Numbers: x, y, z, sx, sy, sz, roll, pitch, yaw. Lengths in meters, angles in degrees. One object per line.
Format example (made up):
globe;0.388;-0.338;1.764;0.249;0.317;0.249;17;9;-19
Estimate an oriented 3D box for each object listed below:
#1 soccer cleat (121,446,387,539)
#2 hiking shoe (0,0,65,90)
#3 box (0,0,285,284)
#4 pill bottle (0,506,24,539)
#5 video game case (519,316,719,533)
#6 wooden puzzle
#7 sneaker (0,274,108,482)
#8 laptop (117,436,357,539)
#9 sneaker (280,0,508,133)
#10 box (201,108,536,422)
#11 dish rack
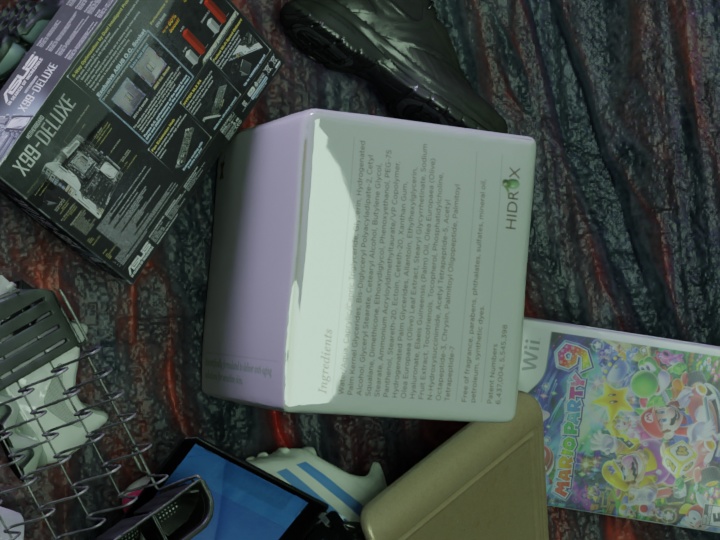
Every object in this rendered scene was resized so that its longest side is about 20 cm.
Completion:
soccer cleat;-0.073;0.165;1.192;0.199;0.070;0.087;10;49;-10
hiking shoe;-0.180;-0.180;1.149;0.200;0.074;0.087;-42;122;-13
box;-0.158;-0.112;1.113;0.200;0.050;0.158;-57;140;-9
pill bottle;-0.327;0.172;1.052;0.200;0.120;0.120;21;82;-21
video game case;0.210;0.121;1.268;0.199;0.018;0.144;9;96;5
wooden puzzle;0.074;0.211;1.214;0.185;0.037;0.200;-34;127;-35
sneaker;-0.238;0.038;1.117;0.088;0.074;0.200;-29;110;-19
laptop;-0.082;0.244;1.118;0.103;0.200;0.177;8;126;-51
sneaker;0.039;-0.166;1.229;0.200;0.076;0.091;36;71;-20
box;0.000;0.000;1.142;0.171;0.199;0.201;6;88;-21
dish rack;-0.202;0.114;1.044;0.153;0.054;0.200;-33;100;-37
